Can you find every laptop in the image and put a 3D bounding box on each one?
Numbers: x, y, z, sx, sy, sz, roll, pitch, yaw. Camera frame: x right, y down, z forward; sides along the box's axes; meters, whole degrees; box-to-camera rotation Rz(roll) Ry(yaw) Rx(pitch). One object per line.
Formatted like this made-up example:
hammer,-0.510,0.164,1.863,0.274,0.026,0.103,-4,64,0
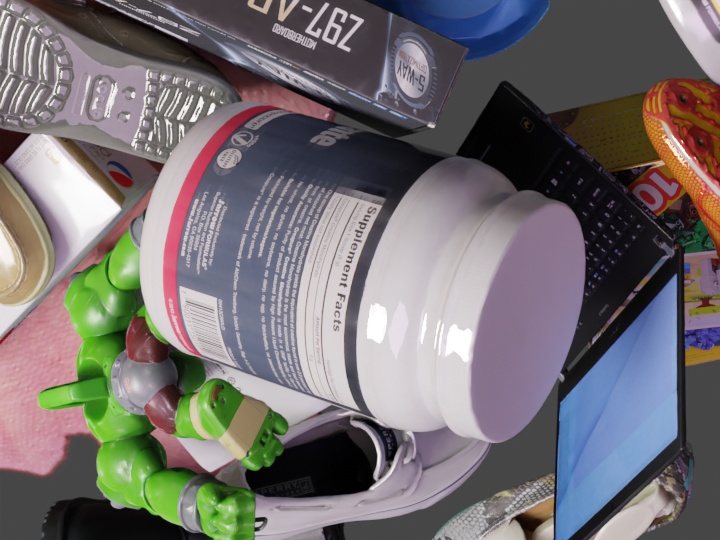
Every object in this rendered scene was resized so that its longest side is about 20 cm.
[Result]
laptop,0.094,0.033,1.068,0.200,0.103,0.177,43,147,7

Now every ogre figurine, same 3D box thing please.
ogre figurine,-0.117,0.058,1.116,0.120,0.098,0.201,-14,105,42

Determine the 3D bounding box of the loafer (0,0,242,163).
loafer,-0.160,-0.112,1.063,0.199,0.070,0.075,22,111,-11

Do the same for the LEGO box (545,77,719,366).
LEGO box,0.217,-0.031,1.126,0.199,0.077,0.149,-13,125,8

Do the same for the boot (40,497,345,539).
boot,-0.097,0.165,1.206,0.167,0.200,0.077,-9,89,7

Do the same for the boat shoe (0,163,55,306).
boat shoe,-0.253,-0.054,1.064,0.201,0.063,0.073,48,115,2

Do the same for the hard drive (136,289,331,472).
hard drive,-0.058,0.029,1.160,0.200,0.026,0.132,-31,106,30

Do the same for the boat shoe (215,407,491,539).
boat shoe,0.005,0.116,1.182,0.199,0.074,0.065,-20,165,-30

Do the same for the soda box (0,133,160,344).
soda box,-0.209,-0.007,1.133,0.068,0.064,0.200,46,115,-3

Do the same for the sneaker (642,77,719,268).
sneaker,0.208,-0.025,1.036,0.077,0.073,0.200,-19,129,44

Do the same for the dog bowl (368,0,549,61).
dog bowl,0.074,-0.204,1.018,0.111,0.050,0.200,26,122,-18

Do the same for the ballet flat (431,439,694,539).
ballet flat,0.129,0.169,1.274,0.200,0.072,0.072,-29,121,18

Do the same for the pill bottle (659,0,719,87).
pill bottle,0.248,-0.186,0.995,0.199,0.112,0.111,-29,121,19

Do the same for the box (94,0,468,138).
box,-0.054,-0.129,0.986,0.199,0.160,0.044,24,90,-7

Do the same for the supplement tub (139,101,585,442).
supplement tub,0.000,0.000,0.999,0.199,0.140,0.141,17,131,28
